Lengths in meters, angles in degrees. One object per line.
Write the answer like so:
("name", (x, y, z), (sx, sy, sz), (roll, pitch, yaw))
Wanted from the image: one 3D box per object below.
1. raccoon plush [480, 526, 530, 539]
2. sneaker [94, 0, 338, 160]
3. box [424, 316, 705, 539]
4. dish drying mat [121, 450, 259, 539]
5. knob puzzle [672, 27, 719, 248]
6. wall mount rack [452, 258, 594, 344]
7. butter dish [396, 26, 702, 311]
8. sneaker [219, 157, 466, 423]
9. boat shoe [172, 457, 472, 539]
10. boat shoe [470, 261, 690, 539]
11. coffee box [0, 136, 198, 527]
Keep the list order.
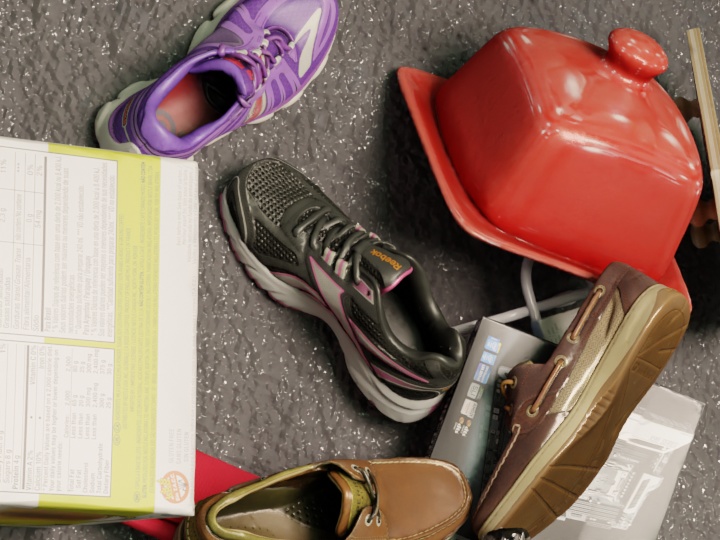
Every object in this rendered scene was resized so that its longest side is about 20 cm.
("raccoon plush", (0.119, 0.229, 1.515), (0.134, 0.200, 0.097), (14, 55, -21))
("sneaker", (-0.076, -0.123, 1.558), (0.200, 0.083, 0.081), (-44, 104, -30))
("box", (0.114, 0.151, 1.580), (0.157, 0.050, 0.200), (22, 84, -1))
("dish drying mat", (-0.082, 0.151, 1.523), (0.200, 0.018, 0.077), (25, 39, -23))
("knob puzzle", (0.244, -0.039, 1.706), (0.030, 0.220, 0.220), (-10, 84, 8))
("wall mount rack", (0.115, 0.086, 1.643), (0.173, 0.075, 0.201), (-15, 88, -35))
("butter dish", (0.149, -0.094, 1.612), (0.199, 0.148, 0.200), (20, 29, -27))
("sneaker", (0.000, 0.000, 1.567), (0.200, 0.086, 0.080), (45, 58, -2))
("boat shoe", (-0.012, 0.151, 1.482), (0.200, 0.068, 0.072), (-12, 69, -27))
("boat shoe", (0.124, 0.083, 1.536), (0.200, 0.072, 0.072), (-57, 150, 2))
("coffee box", (-0.220, 0.040, 1.371), (0.197, 0.200, 0.201), (6, 79, -30))
